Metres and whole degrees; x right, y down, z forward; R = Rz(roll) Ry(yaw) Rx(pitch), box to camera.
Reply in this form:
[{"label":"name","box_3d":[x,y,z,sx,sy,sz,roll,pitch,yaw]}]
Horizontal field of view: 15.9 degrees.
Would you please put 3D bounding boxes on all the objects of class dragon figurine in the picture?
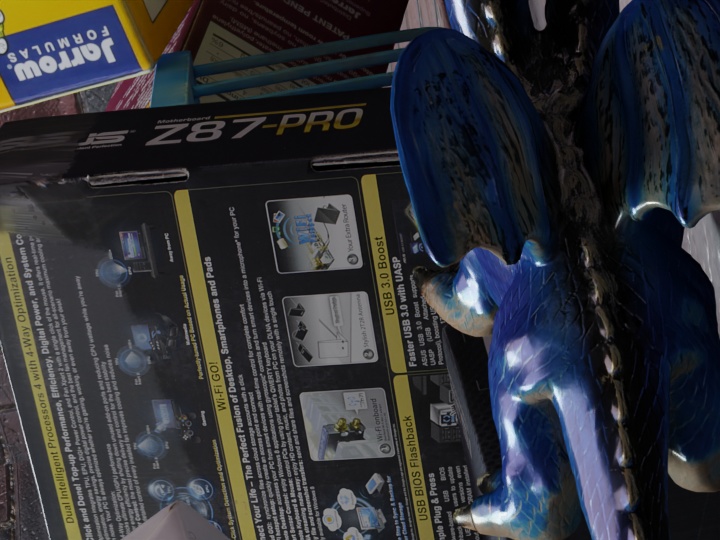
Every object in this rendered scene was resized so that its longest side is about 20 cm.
[{"label":"dragon figurine","box_3d":[0.037,-0.010,0.430,0.201,0.058,0.100,-99,0,-47]}]

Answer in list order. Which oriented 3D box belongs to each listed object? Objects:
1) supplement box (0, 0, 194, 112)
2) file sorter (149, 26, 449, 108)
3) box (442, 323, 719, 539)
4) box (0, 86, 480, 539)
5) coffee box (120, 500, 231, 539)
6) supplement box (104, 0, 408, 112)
[{"label":"supplement box","box_3d":[-0.141,-0.168,0.915,0.109,0.109,0.201,-65,-43,-58]},{"label":"file sorter","box_3d":[0.000,0.000,0.854,0.200,0.122,0.140,-102,2,-77]},{"label":"box","box_3d":[0.061,0.113,0.519,0.200,0.051,0.159,-100,-1,-68]},{"label":"box","box_3d":[-0.009,0.051,0.709,0.049,0.160,0.201,-74,-24,-62]},{"label":"coffee box","box_3d":[-0.040,0.219,0.599,0.198,0.200,0.200,45,-166,-41]},{"label":"supplement box","box_3d":[-0.048,-0.073,1.054,0.110,0.085,0.201,-48,18,43]}]
